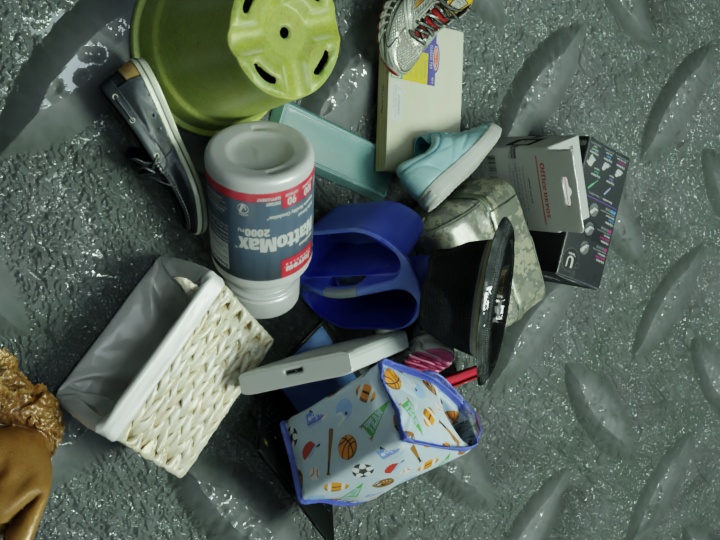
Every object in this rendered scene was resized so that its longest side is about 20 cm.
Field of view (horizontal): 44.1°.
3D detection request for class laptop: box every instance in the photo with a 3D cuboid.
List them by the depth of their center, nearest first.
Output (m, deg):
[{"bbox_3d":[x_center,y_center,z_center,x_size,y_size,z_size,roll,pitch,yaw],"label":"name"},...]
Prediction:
[{"bbox_3d":[-0.042,0.201,1.120,0.102,0.201,0.179,-27,117,11],"label":"laptop"}]

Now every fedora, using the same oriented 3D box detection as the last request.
[{"bbox_3d":[0.116,0.030,0.996,0.200,0.090,0.205,9,90,-75],"label":"fedora"}]

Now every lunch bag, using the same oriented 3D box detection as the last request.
[{"bbox_3d":[0.031,0.198,1.058,0.199,0.169,0.126,24,42,-48],"label":"lunch bag"},{"bbox_3d":[0.136,-0.009,1.197,0.167,0.138,0.203,-35,116,-33],"label":"lunch bag"}]

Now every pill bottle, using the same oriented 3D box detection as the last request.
[{"bbox_3d":[-0.110,-0.050,0.994,0.118,0.119,0.203,-26,139,-30],"label":"pill bottle"}]

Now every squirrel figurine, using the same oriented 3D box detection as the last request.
[{"bbox_3d":[-0.395,0.171,0.863,0.185,0.141,0.204,28,66,-24],"label":"squirrel figurine"}]

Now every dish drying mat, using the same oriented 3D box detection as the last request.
[{"bbox_3d":[0.095,0.162,1.220,0.198,0.076,0.019,-13,83,-42],"label":"dish drying mat"}]

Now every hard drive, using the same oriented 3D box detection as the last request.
[{"bbox_3d":[-0.035,0.101,1.000,0.199,0.129,0.027,-9,85,-70],"label":"hard drive"}]

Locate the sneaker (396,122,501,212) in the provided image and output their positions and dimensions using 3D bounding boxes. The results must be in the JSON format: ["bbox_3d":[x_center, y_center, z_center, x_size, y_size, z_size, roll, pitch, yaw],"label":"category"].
[{"bbox_3d":[0.116,-0.158,1.161,0.082,0.074,0.200,44,45,4],"label":"sneaker"}]

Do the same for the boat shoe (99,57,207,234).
[{"bbox_3d":[-0.222,-0.126,0.965,0.062,0.074,0.203,-29,117,-17],"label":"boat shoe"}]

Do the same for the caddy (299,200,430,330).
[{"bbox_3d":[0.000,0.000,1.075,0.105,0.197,0.143,-48,122,-40],"label":"caddy"}]

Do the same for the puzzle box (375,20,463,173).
[{"bbox_3d":[0.080,-0.228,1.188,0.131,0.025,0.205,3,90,-36],"label":"puzzle box"}]

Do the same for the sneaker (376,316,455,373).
[{"bbox_3d":[0.075,0.088,1.147,0.072,0.200,0.089,16,69,-10],"label":"sneaker"}]

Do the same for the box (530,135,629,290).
[{"bbox_3d":[0.302,-0.087,1.320,0.105,0.121,0.204,17,86,-36],"label":"box"}]

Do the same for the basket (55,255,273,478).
[{"bbox_3d":[-0.209,0.105,0.971,0.124,0.134,0.202,47,69,-35],"label":"basket"}]

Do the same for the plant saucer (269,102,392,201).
[{"bbox_3d":[-0.033,-0.151,1.133,0.197,0.019,0.071,20,84,-35],"label":"plant saucer"}]

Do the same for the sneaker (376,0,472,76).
[{"bbox_3d":[0.090,-0.333,1.099,0.077,0.082,0.202,18,105,-48],"label":"sneaker"}]

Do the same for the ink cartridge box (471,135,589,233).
[{"bbox_3d":[0.244,-0.121,1.225,0.066,0.198,0.118,-23,109,-31],"label":"ink cartridge box"}]

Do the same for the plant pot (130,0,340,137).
[{"bbox_3d":[-0.121,-0.248,0.953,0.197,0.183,0.205,-5,99,-35],"label":"plant pot"}]
